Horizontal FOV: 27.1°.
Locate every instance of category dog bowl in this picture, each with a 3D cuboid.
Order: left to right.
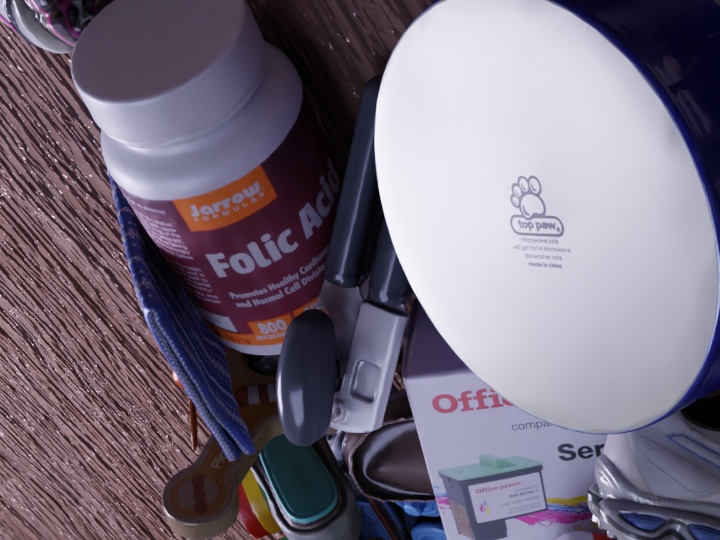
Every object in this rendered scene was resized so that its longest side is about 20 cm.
[{"bbox_3d":[0.098,-0.035,0.639,0.200,0.079,0.201,31,133,39],"label":"dog bowl"}]

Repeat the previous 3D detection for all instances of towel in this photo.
[{"bbox_3d":[-0.112,0.001,0.901,0.024,0.200,0.145,-23,134,2],"label":"towel"}]

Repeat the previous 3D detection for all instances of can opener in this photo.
[{"bbox_3d":[0.000,0.000,0.781,0.053,0.067,0.201,20,113,20],"label":"can opener"}]

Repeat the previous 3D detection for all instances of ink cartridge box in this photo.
[{"bbox_3d":[0.116,0.106,0.827,0.144,0.084,0.201,-9,119,14],"label":"ink cartridge box"}]

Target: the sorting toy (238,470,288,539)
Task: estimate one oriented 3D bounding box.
[{"bbox_3d":[-0.035,0.222,1.130,0.069,0.199,0.200,-23,133,7],"label":"sorting toy"}]

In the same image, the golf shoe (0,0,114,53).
[{"bbox_3d":[-0.207,-0.187,0.773,0.092,0.073,0.200,3,142,41],"label":"golf shoe"}]

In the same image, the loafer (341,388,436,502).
[{"bbox_3d":[0.077,0.113,0.930,0.199,0.071,0.073,-10,114,21],"label":"loafer"}]

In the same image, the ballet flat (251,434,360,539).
[{"bbox_3d":[-0.055,0.119,1.027,0.064,0.067,0.200,70,174,-47],"label":"ballet flat"}]

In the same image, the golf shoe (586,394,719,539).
[{"bbox_3d":[0.214,0.100,0.734,0.199,0.098,0.078,10,-175,-15],"label":"golf shoe"}]

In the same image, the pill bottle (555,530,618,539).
[{"bbox_3d":[0.188,0.201,0.757,0.199,0.113,0.113,8,149,3],"label":"pill bottle"}]

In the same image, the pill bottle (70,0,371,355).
[{"bbox_3d":[-0.071,-0.055,0.814,0.114,0.114,0.200,11,147,30],"label":"pill bottle"}]

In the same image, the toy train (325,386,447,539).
[{"bbox_3d":[0.038,0.165,1.080,0.114,0.087,0.200,2,142,30],"label":"toy train"}]

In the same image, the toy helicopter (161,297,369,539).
[{"bbox_3d":[-0.076,0.086,0.953,0.132,0.200,0.079,14,135,17],"label":"toy helicopter"}]
